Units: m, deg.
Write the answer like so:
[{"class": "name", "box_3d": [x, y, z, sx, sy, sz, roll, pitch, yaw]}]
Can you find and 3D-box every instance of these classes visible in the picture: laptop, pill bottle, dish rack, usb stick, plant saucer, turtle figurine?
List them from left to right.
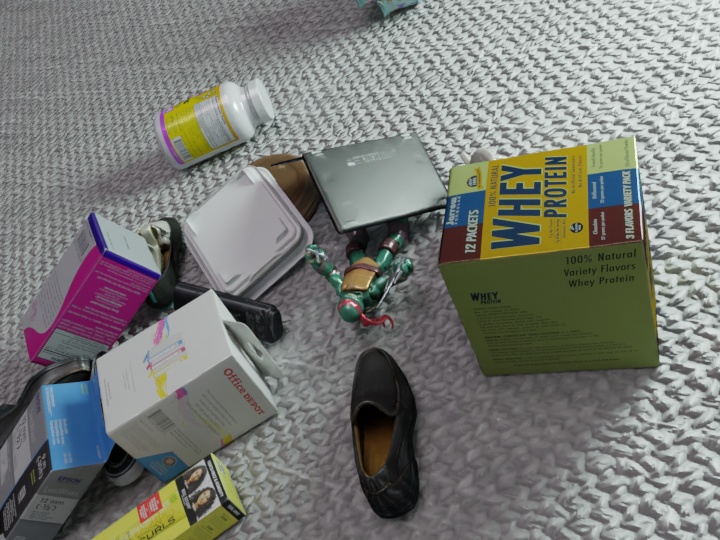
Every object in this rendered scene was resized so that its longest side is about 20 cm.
[{"class": "pill bottle", "box_3d": [-0.253, -0.260, 1.344, 0.196, 0.105, 0.106, -21, 45, 9]}, {"class": "usb stick", "box_3d": [-0.189, 0.057, 1.076, 0.196, 0.057, 0.032, 11, 22, 34]}, {"class": "dish rack", "box_3d": [-0.176, -0.059, 1.139, 0.171, 0.044, 0.201, -40, 57, 1]}, {"class": "plant saucer", "box_3d": [-0.152, -0.114, 1.220, 0.195, 0.030, 0.204, -14, 48, 16]}, {"class": "laptop", "box_3d": [-0.002, -0.123, 1.095, 0.183, 0.117, 0.203, -15, 64, -25]}, {"class": "turtle figurine", "box_3d": [0.000, 0.000, 0.991, 0.145, 0.103, 0.202, 8, 37, 11]}]

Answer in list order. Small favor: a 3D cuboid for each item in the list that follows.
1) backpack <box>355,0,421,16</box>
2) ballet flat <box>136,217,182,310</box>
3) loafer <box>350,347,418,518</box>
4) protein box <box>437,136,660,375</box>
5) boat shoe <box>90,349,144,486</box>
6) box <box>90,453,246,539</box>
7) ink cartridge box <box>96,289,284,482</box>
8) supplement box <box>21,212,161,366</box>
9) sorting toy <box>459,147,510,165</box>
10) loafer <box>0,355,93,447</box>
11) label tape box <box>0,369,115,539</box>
[{"class": "backpack", "box_3d": [0.038, -0.561, 1.382, 0.147, 0.199, 0.182, -18, 72, 18]}, {"class": "ballet flat", "box_3d": [-0.315, -0.031, 1.204, 0.067, 0.069, 0.203, -23, 45, 7]}, {"class": "loafer", "box_3d": [0.022, 0.162, 0.848, 0.071, 0.073, 0.203, -21, 45, 10]}, {"class": "protein box", "box_3d": [0.204, -0.005, 0.815, 0.193, 0.202, 0.137, -6, 49, 22]}, {"class": "boat shoe", "box_3d": [-0.327, 0.188, 1.023, 0.070, 0.068, 0.202, -25, 45, 5]}, {"class": "box", "box_3d": [-0.232, 0.303, 0.886, 0.198, 0.050, 0.076, -35, 45, -3]}, {"class": "ink cartridge box", "box_3d": [-0.205, 0.137, 0.960, 0.197, 0.130, 0.126, -31, 44, -1]}, {"class": "supplement box", "box_3d": [-0.391, 0.039, 1.114, 0.201, 0.102, 0.102, -51, 44, 11]}, {"class": "sorting toy", "box_3d": [0.210, -0.114, 0.974, 0.194, 0.110, 0.181, 0, 26, -17]}, {"class": "loafer", "box_3d": [-0.446, 0.200, 1.078, 0.199, 0.073, 0.073, -40, 50, 6]}, {"class": "label tape box", "box_3d": [-0.385, 0.225, 0.970, 0.202, 0.065, 0.144, -54, 41, 18]}]
